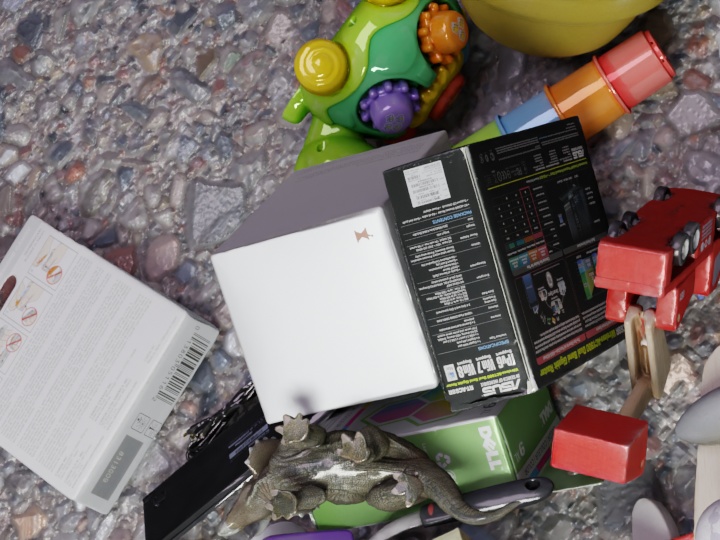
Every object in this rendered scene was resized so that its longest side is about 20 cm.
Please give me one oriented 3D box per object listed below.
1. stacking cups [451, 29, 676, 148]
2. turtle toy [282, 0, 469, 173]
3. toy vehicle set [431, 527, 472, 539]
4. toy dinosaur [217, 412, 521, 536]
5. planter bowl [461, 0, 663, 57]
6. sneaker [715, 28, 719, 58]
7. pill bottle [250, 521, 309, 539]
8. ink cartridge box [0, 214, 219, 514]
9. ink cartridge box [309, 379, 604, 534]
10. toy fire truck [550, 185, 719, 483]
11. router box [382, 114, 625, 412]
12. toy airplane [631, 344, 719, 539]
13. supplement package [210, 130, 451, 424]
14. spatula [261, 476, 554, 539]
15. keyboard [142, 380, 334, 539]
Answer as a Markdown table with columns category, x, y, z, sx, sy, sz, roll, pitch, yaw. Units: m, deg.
| category | x | y | z | sx | sy | sz | roll | pitch | yaw |
| --- | --- | --- | --- | --- | --- | --- | --- | --- | --- |
| stacking cups | 0.120 | -0.098 | 1.438 | 0.200 | 0.060 | 0.061 | -36 | 58 | 11 |
| turtle toy | 0.011 | -0.129 | 1.477 | 0.101 | 0.146 | 0.200 | 36 | 91 | 5 |
| toy vehicle set | -0.006 | 0.253 | 1.254 | 0.199 | 0.027 | 0.125 | -27 | 57 | 14 |
| toy dinosaur | 0.000 | 0.121 | 1.282 | 0.199 | 0.102 | 0.077 | -7 | 87 | 12 |
| planter bowl | 0.129 | -0.203 | 1.435 | 0.199 | 0.084 | 0.201 | 5 | 38 | -4 |
| sneaker | 0.267 | -0.069 | 1.333 | 0.115 | 0.075 | 0.200 | -42 | 60 | 6 |
| pill bottle | 0.006 | 0.242 | 1.337 | 0.200 | 0.111 | 0.111 | 29 | 87 | 35 |
| ink cartridge box | -0.220 | 0.067 | 1.580 | 0.200 | 0.047 | 0.161 | 30 | 87 | 40 |
| ink cartridge box | 0.067 | 0.109 | 1.353 | 0.199 | 0.104 | 0.060 | -13 | 103 | 24 |
| toy fire truck | 0.178 | 0.036 | 1.302 | 0.049 | 0.200 | 0.142 | 11 | 110 | 23 |
| router box | 0.098 | -0.009 | 1.303 | 0.062 | 0.200 | 0.151 | -16 | 91 | 27 |
| toy airplane | 0.222 | 0.164 | 1.228 | 0.199 | 0.141 | 0.200 | -49 | 56 | 5 |
| supplement package | 0.000 | 0.000 | 1.342 | 0.117 | 0.200 | 0.117 | -14 | 103 | 17 |
| spatula | 0.027 | 0.162 | 1.302 | 0.199 | 0.021 | 0.057 | -21 | 34 | 17 |
| keyboard | -0.074 | 0.112 | 1.460 | 0.200 | 0.021 | 0.127 | -39 | 24 | 11 |
